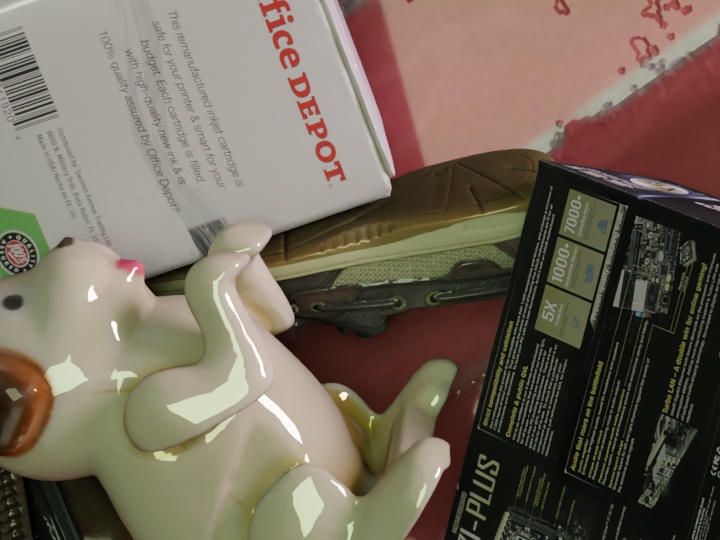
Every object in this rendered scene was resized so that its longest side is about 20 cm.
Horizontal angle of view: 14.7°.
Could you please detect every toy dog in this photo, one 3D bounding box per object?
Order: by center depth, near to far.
[{"bbox_3d":[-0.080,0.066,1.202,0.199,0.140,0.194,32,116,-5],"label":"toy dog"}]

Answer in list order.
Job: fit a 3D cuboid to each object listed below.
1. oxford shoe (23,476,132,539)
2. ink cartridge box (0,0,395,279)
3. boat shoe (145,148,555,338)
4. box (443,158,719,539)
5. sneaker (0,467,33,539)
[{"bbox_3d":[-0.099,0.136,1.280,0.084,0.073,0.201,-29,79,-20],"label":"oxford shoe"},{"bbox_3d":[-0.100,-0.079,1.244,0.199,0.084,0.147,-18,114,6],"label":"ink cartridge box"},{"bbox_3d":[0.001,-0.001,1.259,0.200,0.072,0.066,-12,116,18],"label":"boat shoe"},{"bbox_3d":[0.131,0.073,1.177,0.163,0.086,0.201,23,102,49],"label":"box"},{"bbox_3d":[-0.185,0.147,1.279,0.075,0.070,0.201,25,122,46],"label":"sneaker"}]
